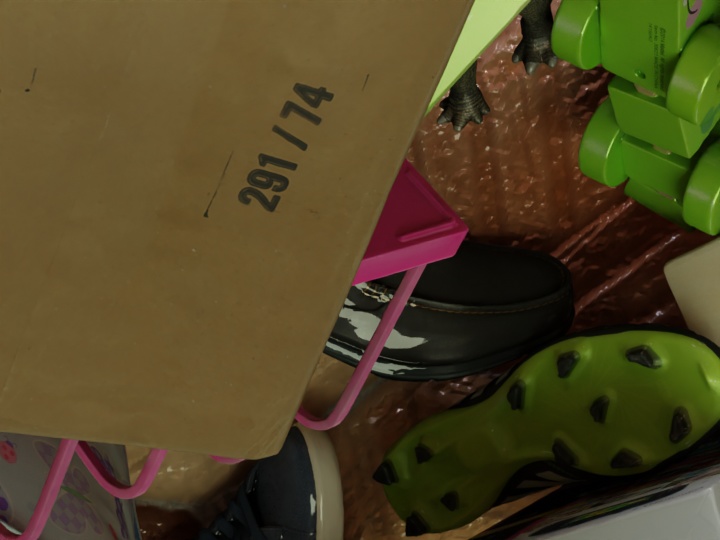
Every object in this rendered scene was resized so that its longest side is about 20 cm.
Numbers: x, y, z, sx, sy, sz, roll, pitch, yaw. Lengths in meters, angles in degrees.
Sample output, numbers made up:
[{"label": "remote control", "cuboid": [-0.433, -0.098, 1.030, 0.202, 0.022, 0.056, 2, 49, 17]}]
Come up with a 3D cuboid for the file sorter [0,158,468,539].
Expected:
[{"label": "file sorter", "cuboid": [-0.095, 0.003, 0.692, 0.199, 0.139, 0.126, -16, 145, -40]}]

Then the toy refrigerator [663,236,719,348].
[{"label": "toy refrigerator", "cuboid": [0.227, -0.015, 0.792, 0.199, 0.070, 0.076, -27, 175, 39]}]

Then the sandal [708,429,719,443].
[{"label": "sandal", "cuboid": [0.193, 0.085, 0.966, 0.079, 0.054, 0.201, -4, 134, 7]}]

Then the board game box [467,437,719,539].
[{"label": "board game box", "cuboid": [0.120, 0.120, 0.840, 0.147, 0.065, 0.200, -20, 175, 27]}]

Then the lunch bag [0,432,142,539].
[{"label": "lunch bag", "cuboid": [-0.169, 0.093, 0.809, 0.127, 0.170, 0.199, -43, 125, 18]}]

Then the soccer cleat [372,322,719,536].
[{"label": "soccer cleat", "cuboid": [0.089, 0.063, 0.878, 0.199, 0.081, 0.068, -27, 90, 43]}]

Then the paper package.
[{"label": "paper package", "cuboid": [-0.079, -0.063, 0.507, 0.189, 0.104, 0.201, 9, 122, -22]}]

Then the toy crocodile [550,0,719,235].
[{"label": "toy crocodile", "cuboid": [0.123, -0.075, 0.794, 0.062, 0.067, 0.200, -53, 151, -19]}]

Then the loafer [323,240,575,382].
[{"label": "loafer", "cuboid": [0.000, 0.000, 0.849, 0.198, 0.073, 0.073, -1, 121, -16]}]

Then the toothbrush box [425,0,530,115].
[{"label": "toothbrush box", "cuboid": [0.034, -0.141, 0.630, 0.086, 0.146, 0.200, 37, 111, -11]}]

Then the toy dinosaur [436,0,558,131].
[{"label": "toy dinosaur", "cuboid": [0.045, -0.122, 0.767, 0.198, 0.077, 0.103, -21, 141, 6]}]

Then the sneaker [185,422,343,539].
[{"label": "sneaker", "cuboid": [-0.074, 0.152, 0.935, 0.084, 0.075, 0.201, 9, 123, -26]}]
